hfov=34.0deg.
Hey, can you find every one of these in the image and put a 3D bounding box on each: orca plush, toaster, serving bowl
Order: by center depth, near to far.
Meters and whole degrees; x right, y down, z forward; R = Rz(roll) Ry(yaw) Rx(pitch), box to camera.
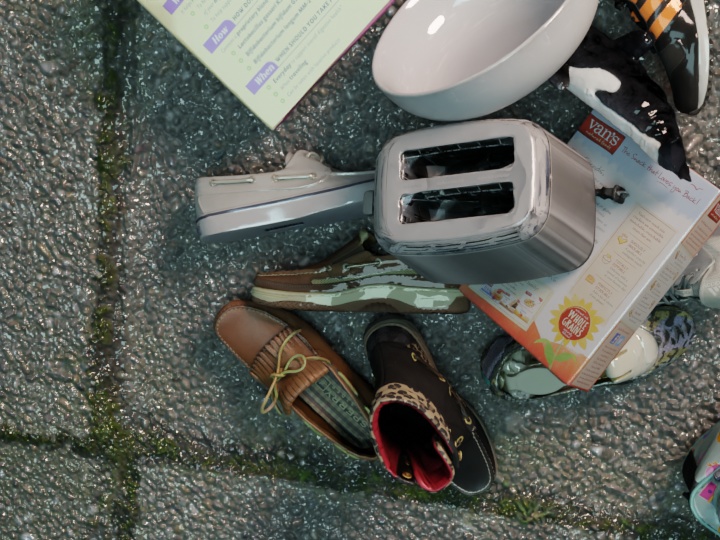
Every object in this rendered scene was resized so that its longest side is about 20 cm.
[{"bbox_3d":[0.208,-0.160,0.939,0.104,0.201,0.071,15,120,-31],"label":"orca plush"},{"bbox_3d":[0.108,-0.188,0.939,0.199,0.201,0.066,-33,123,15],"label":"serving bowl"},{"bbox_3d":[0.103,-0.054,0.945,0.198,0.129,0.115,-3,78,29],"label":"toaster"}]

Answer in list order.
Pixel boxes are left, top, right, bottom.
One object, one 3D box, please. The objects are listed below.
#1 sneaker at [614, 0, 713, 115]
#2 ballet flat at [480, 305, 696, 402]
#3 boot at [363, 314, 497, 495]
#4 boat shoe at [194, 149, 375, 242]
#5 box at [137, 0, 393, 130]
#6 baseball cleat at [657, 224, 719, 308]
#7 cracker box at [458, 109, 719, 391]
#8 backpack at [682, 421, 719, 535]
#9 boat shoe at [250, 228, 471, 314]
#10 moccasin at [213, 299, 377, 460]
[{"bbox_3d":[0.239,-0.226,0.970,0.089,0.070,0.202,-6,101,15],"label":"sneaker"},{"bbox_3d":[0.206,0.082,1.062,0.198,0.072,0.073,-12,105,10],"label":"ballet flat"},{"bbox_3d":[0.064,0.150,1.053,0.073,0.151,0.201,-25,108,11],"label":"boot"},{"bbox_3d":[-0.052,-0.074,1.051,0.198,0.072,0.066,-12,82,6],"label":"boat shoe"},{"bbox_3d":[-0.079,-0.255,0.983,0.200,0.097,0.176,43,107,-7],"label":"box"},{"bbox_3d":[0.265,0.004,1.010,0.199,0.107,0.070,-31,130,16],"label":"baseball cleat"},{"bbox_3d":[0.196,-0.018,0.993,0.134,0.058,0.201,42,102,29],"label":"cracker box"},{"bbox_3d":[0.400,0.173,1.016,0.175,0.153,0.201,39,101,0],"label":"backpack"},{"bbox_3d":[0.001,0.000,1.070,0.200,0.075,0.076,1,88,5],"label":"boat shoe"},{"bbox_3d":[-0.055,0.104,1.096,0.074,0.078,0.201,-42,98,16],"label":"moccasin"}]
